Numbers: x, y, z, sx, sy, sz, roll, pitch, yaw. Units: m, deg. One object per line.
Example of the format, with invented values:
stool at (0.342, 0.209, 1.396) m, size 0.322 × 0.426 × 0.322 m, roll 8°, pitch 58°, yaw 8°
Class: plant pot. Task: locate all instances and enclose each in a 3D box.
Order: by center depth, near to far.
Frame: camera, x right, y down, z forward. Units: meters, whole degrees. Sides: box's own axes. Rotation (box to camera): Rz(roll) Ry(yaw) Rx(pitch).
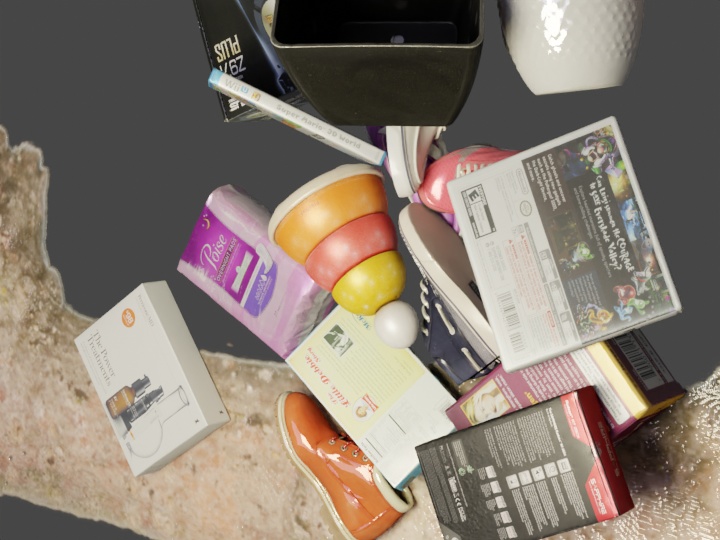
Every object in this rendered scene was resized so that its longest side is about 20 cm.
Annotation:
plant pot at (0.030, -0.249, 1.449) m, size 0.197 × 0.178 × 0.202 m, roll 1°, pitch 61°, yaw 7°

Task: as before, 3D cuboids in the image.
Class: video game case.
video game case at (0.195, -0.024, 1.411) m, size 0.180 × 0.023 × 0.202 m, roll -21°, pitch 74°, yaw 15°
video game case at (-0.070, -0.163, 1.562) m, size 0.198 × 0.143 × 0.018 m, roll 25°, pitch 93°, yaw -7°

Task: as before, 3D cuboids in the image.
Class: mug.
mug at (0.194, -0.264, 1.439) m, size 0.200 × 0.146 × 0.178 m, roll -176°, pitch 79°, yaw -66°

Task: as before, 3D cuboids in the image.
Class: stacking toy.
stacking toy at (0.000, 0.000, 1.583) m, size 0.146 × 0.145 × 0.202 m, roll -40°, pitch 69°, yaw 31°

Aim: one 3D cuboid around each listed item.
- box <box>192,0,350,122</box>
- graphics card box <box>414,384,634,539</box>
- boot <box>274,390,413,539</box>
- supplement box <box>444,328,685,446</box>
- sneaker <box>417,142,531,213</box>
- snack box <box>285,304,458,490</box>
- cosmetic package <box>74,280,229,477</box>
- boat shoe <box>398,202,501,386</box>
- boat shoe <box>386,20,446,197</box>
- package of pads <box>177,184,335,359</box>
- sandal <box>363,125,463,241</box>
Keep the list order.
box at (-0.080, -0.277, 1.654) m, size 0.198 × 0.086 × 0.166 m, roll -18°, pitch 85°, yaw 35°
graphics card box at (0.158, 0.202, 1.428) m, size 0.199 × 0.051 × 0.127 m, roll -25°, pitch 81°, yaw 33°
boot at (-0.018, 0.212, 1.674) m, size 0.107 × 0.075 × 0.201 m, roll -37°, pitch 82°, yaw 29°
supplement box at (0.206, 0.135, 1.480) m, size 0.200 × 0.103 × 0.132 m, roll -42°, pitch 72°, yaw 30°
sneaker at (0.141, -0.098, 1.500) m, size 0.198 × 0.087 × 0.075 m, roll -4°, pitch 92°, yaw 27°
snack box at (0.020, 0.132, 1.629) m, size 0.116 × 0.037 × 0.200 m, roll -44°, pitch 68°, yaw 4°
cosmetic package at (-0.267, 0.138, 1.854) m, size 0.150 × 0.051 × 0.202 m, roll -35°, pitch 74°, yaw 30°
boat shoe at (0.085, 0.031, 1.562) m, size 0.093 × 0.074 × 0.201 m, roll -39°, pitch 84°, yaw 35°
boat shoe at (0.067, -0.175, 1.547) m, size 0.065 × 0.072 × 0.203 m, roll -2°, pitch 65°, yaw 15°
package of pads at (-0.115, 0.001, 1.714) m, size 0.199 × 0.075 × 0.121 m, roll 38°, pitch 113°, yaw 27°
sandal at (0.057, -0.119, 1.593) m, size 0.082 × 0.050 × 0.204 m, roll -40°, pitch 73°, yaw 31°
